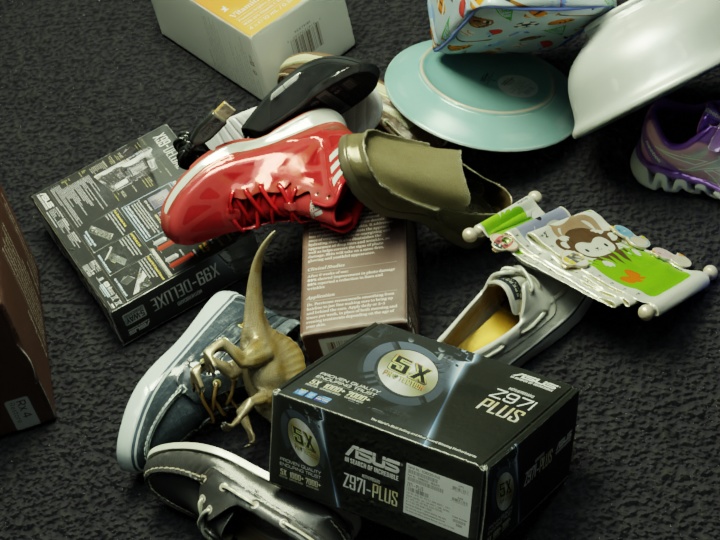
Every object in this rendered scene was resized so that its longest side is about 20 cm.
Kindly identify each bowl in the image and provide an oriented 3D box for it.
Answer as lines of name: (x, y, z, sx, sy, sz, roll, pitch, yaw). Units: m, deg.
bowl: (0.268, -0.206, 1.673, 0.200, 0.201, 0.091, -27, 89, -10)

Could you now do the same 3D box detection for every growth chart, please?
growth chart: (0.206, -0.015, 1.594, 0.199, 0.018, 0.145, 26, 33, 21)

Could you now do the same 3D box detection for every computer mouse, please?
computer mouse: (-0.086, -0.154, 1.675, 0.199, 0.140, 0.046, -34, 69, 19)

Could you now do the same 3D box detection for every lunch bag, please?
lunch bag: (0.154, -0.256, 1.711, 0.158, 0.200, 0.076, -4, 86, -13)

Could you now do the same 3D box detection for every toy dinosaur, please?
toy dinosaur: (-0.093, 0.076, 1.550, 0.100, 0.202, 0.058, -16, 3, -30)

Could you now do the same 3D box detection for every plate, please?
plate: (0.122, -0.182, 1.766, 0.198, 0.026, 0.201, 6, 37, -5)

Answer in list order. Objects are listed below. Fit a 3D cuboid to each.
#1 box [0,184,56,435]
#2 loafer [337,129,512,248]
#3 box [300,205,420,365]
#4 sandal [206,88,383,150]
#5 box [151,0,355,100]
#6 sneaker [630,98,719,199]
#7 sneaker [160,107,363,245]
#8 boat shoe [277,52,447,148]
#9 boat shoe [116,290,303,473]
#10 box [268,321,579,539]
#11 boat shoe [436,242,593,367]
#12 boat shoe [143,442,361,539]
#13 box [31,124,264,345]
box: (-0.385, 0.035, 1.647, 0.163, 0.167, 0.201, -15, 45, -1)
loafer: (0.061, -0.083, 1.622, 0.067, 0.199, 0.077, -32, 54, 33)
box: (0.000, 0.000, 1.645, 0.099, 0.075, 0.201, -8, 48, 9)
sandal: (-0.062, -0.133, 1.776, 0.205, 0.080, 0.059, -17, 8, 23)
box: (-0.120, -0.282, 1.918, 0.124, 0.098, 0.199, -38, 50, -20)
sneaker: (0.340, -0.110, 1.647, 0.198, 0.089, 0.081, 13, 51, 23)
sneaker: (-0.078, -0.067, 1.630, 0.199, 0.079, 0.116, -33, 44, -9)
boat shoe: (-0.008, -0.156, 1.792, 0.201, 0.075, 0.075, 20, 62, 29)
boat shoe: (-0.129, 0.103, 1.584, 0.090, 0.071, 0.201, 17, 55, 25)
box: (0.051, 0.132, 1.458, 0.198, 0.087, 0.163, 18, 27, 28)
boat shoe: (0.136, 0.031, 1.581, 0.200, 0.070, 0.071, -39, 50, -21)
boat shoe: (-0.099, 0.200, 1.490, 0.198, 0.074, 0.061, 18, 49, 18)
box: (-0.208, -0.040, 1.750, 0.157, 0.050, 0.200, -30, 48, -14)
